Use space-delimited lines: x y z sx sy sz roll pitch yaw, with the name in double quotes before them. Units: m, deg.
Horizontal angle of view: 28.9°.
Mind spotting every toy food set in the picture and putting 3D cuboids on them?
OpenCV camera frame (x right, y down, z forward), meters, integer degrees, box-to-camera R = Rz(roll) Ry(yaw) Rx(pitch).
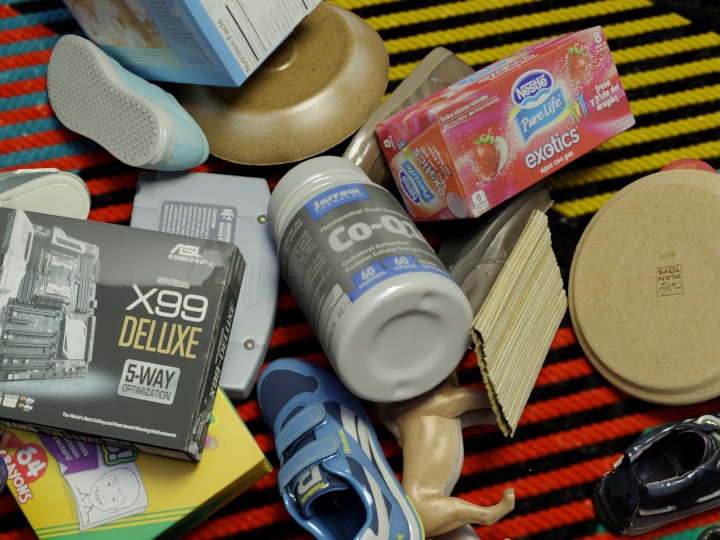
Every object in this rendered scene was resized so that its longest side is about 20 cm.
"toy food set" 0.263 0.010 1.149 0.199 0.048 0.200 -27 68 28

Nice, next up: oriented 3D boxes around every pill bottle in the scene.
"pill bottle" 0.000 0.000 1.097 0.113 0.115 0.201 -17 39 -14

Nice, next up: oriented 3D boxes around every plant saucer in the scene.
"plant saucer" -0.074 -0.181 1.246 0.197 0.036 0.202 -6 53 8

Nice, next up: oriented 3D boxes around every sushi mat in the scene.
"sushi mat" 0.130 0.038 1.110 0.012 0.097 0.200 -7 26 26

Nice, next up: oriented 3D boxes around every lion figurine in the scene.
"lion figurine" 0.058 0.149 1.096 0.121 0.073 0.202 -2 66 1

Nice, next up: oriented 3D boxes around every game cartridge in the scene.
"game cartridge" -0.134 0.011 1.171 0.131 0.041 0.202 4 62 1

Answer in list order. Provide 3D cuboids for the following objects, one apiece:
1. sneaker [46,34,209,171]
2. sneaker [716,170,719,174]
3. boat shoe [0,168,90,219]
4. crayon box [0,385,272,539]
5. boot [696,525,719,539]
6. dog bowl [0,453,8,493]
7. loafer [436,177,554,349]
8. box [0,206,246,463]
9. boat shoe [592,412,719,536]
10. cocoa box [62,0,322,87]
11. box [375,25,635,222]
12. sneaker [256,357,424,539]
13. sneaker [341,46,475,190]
"sneaker" -0.205 -0.139 1.229 0.200 0.082 0.074 44 109 36
"sneaker" 0.301 0.008 1.187 0.075 0.077 0.202 3 65 -5
"boat shoe" -0.326 -0.043 1.180 0.198 0.074 0.062 -14 21 -5
"crayon box" -0.192 0.117 1.069 0.172 0.058 0.201 -35 73 -4
"boot" 0.278 0.290 0.998 0.072 0.145 0.202 -16 66 -15
"dog bowl" -0.355 0.131 0.994 0.198 0.201 0.079 24 60 8
"loafer" 0.105 -0.003 1.190 0.071 0.073 0.200 50 63 -18
"box" -0.197 0.046 1.036 0.197 0.050 0.160 9 73 10
"boat shoe" 0.284 0.145 1.103 0.198 0.093 0.075 -23 66 -16
"cocoa box" -0.154 -0.251 1.202 0.199 0.134 0.132 12 54 47
"box" 0.125 -0.125 1.196 0.199 0.099 0.096 -30 103 -28
"sneaker" -0.027 0.146 1.068 0.074 0.082 0.201 -48 60 21
"sneaker" 0.046 -0.115 1.234 0.075 0.071 0.201 35 66 7
